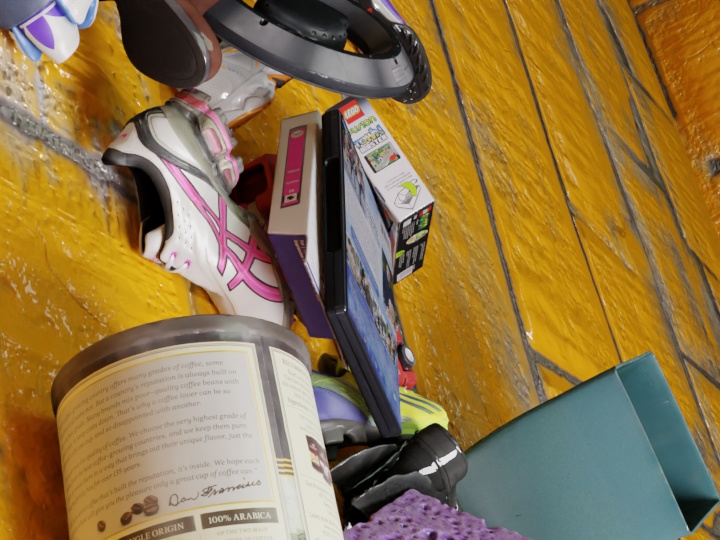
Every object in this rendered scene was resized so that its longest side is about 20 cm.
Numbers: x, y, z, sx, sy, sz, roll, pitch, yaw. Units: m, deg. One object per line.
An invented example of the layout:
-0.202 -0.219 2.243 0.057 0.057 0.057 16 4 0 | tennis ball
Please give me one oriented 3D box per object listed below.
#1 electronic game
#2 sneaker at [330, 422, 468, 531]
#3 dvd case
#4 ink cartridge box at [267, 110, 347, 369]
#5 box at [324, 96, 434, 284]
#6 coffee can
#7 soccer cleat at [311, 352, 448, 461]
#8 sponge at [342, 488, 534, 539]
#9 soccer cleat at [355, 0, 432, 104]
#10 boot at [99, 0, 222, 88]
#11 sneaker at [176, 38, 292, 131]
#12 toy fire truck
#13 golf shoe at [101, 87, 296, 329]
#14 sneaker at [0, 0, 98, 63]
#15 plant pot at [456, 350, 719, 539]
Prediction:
-0.049 -0.194 1.164 0.200 0.042 0.200 21 25 -10 | electronic game
0.026 0.178 1.081 0.060 0.104 0.200 43 -24 26 | sneaker
0.000 0.000 1.047 0.143 0.018 0.200 67 15 -44 | dvd case
-0.033 -0.024 1.040 0.200 0.037 0.095 -92 165 -55 | ink cartridge box
0.014 -0.064 1.219 0.110 0.035 0.200 57 -8 12 | box
-0.081 0.145 0.772 0.146 0.146 0.200 33 38 -52 | coffee can
0.003 0.099 1.101 0.200 0.065 0.084 10 55 -56 | soccer cleat
0.018 0.202 0.913 0.200 0.112 0.030 -22 123 -49 | sponge
0.013 -0.268 1.549 0.200 0.068 0.073 51 21 -22 | soccer cleat
-0.092 -0.202 1.064 0.200 0.069 0.188 -14 37 -35 | boot
-0.101 -0.179 1.189 0.092 0.076 0.200 53 22 -12 | sneaker
-0.031 0.011 1.160 0.141 0.049 0.200 5 62 -64 | toy fire truck
-0.113 -0.021 1.011 0.092 0.073 0.200 -34 115 -26 | golf shoe
-0.227 -0.198 0.912 0.147 0.081 0.200 58 17 -3 | sneaker
0.171 0.176 1.222 0.141 0.200 0.141 -7 72 -66 | plant pot
